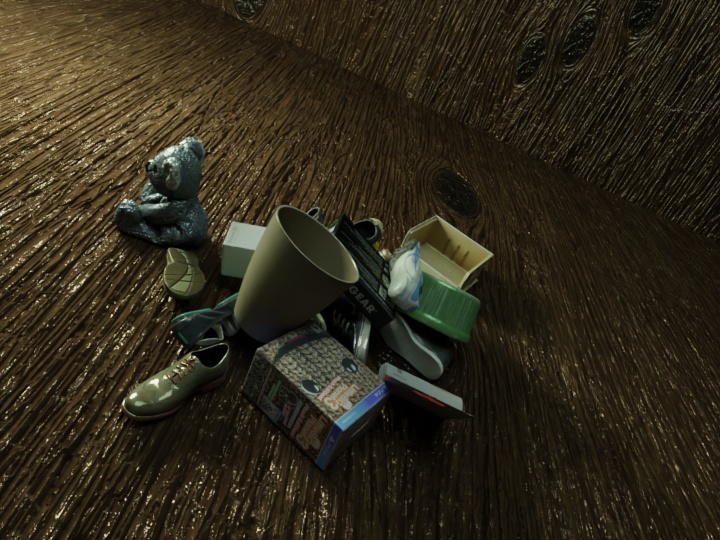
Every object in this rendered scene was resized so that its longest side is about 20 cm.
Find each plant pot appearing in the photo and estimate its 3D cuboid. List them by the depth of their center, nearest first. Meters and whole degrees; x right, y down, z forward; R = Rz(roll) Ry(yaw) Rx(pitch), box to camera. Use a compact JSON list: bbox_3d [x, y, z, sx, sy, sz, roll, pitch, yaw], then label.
[{"bbox_3d":[-0.134,0.024,1.085,0.186,0.201,0.188,38,18,-15],"label":"plant pot"}]

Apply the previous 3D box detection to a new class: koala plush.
[{"bbox_3d":[-0.387,-0.171,1.276,0.180,0.203,0.178,24,29,-3],"label":"koala plush"}]

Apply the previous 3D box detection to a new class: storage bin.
[{"bbox_3d":[0.227,-0.037,1.657,0.198,0.095,0.197,37,31,17],"label":"storage bin"}]

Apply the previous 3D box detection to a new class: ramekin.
[{"bbox_3d":[0.169,0.074,1.352,0.196,0.100,0.200,26,0,0],"label":"ramekin"}]

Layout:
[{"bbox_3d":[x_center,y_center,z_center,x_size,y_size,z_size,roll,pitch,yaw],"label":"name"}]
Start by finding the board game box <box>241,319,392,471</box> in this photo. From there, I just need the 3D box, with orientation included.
[{"bbox_3d":[-0.074,0.204,1.044,0.199,0.098,0.158,37,32,19],"label":"board game box"}]

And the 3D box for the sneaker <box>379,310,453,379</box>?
[{"bbox_3d":[0.120,0.146,1.323,0.200,0.071,0.098,44,31,21],"label":"sneaker"}]

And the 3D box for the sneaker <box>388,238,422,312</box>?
[{"bbox_3d":[0.099,0.008,1.274,0.073,0.071,0.202,49,31,-25],"label":"sneaker"}]

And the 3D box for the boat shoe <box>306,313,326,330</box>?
[{"bbox_3d":[-0.155,0.080,1.207,0.199,0.073,0.065,35,36,24],"label":"boat shoe"}]

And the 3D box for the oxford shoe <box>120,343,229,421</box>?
[{"bbox_3d":[-0.286,0.166,0.959,0.070,0.076,0.199,36,32,17],"label":"oxford shoe"}]

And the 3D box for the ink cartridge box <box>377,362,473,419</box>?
[{"bbox_3d":[0.113,0.214,1.105,0.159,0.200,0.051,26,72,0],"label":"ink cartridge box"}]

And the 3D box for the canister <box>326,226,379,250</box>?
[{"bbox_3d":[-0.018,-0.006,1.426,0.145,0.088,0.202,15,33,-20],"label":"canister"}]

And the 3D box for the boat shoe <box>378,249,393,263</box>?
[{"bbox_3d":[0.097,-0.007,1.428,0.073,0.067,0.200,60,6,30],"label":"boat shoe"}]

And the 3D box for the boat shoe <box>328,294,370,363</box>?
[{"bbox_3d":[-0.024,0.118,1.260,0.090,0.076,0.202,6,32,1],"label":"boat shoe"}]

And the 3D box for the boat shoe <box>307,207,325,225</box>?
[{"bbox_3d":[-0.172,-0.096,1.417,0.196,0.064,0.073,-20,39,-25],"label":"boat shoe"}]

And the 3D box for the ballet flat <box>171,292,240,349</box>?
[{"bbox_3d":[-0.261,0.094,1.111,0.072,0.074,0.199,35,25,16],"label":"ballet flat"}]

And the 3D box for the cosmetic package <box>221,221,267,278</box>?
[{"bbox_3d":[-0.176,-0.031,1.242,0.194,0.073,0.102,9,31,-5],"label":"cosmetic package"}]

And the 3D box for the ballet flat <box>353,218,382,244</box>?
[{"bbox_3d":[-0.002,-0.089,1.419,0.066,0.058,0.199,40,34,17],"label":"ballet flat"}]

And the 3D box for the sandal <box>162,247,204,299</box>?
[{"bbox_3d":[-0.348,0.014,1.179,0.079,0.055,0.200,18,16,-25],"label":"sandal"}]

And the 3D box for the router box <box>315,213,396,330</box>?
[{"bbox_3d":[0.000,0.000,1.249,0.200,0.051,0.150,48,29,-18],"label":"router box"}]
